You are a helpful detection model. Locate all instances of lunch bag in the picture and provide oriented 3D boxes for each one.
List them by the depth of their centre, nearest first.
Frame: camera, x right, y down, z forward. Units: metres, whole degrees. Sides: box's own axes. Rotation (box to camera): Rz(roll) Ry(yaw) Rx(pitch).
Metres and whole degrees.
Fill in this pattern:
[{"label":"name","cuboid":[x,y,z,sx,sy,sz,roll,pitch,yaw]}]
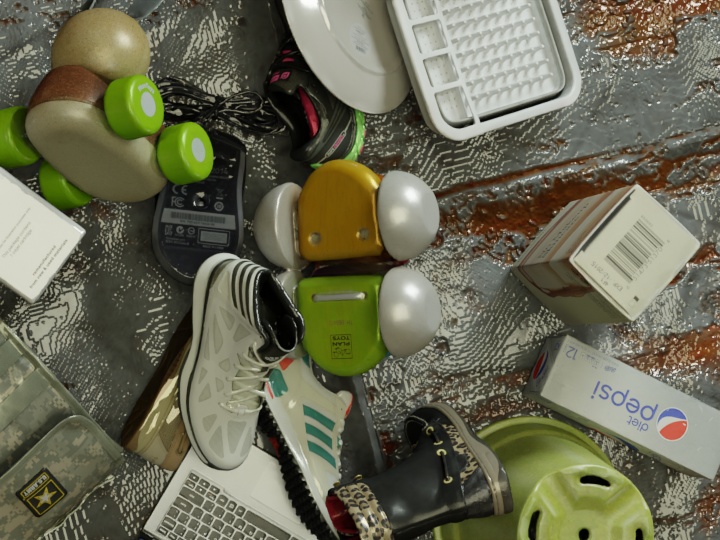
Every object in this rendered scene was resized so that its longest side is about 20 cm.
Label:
[{"label":"lunch bag","cuboid":[-0.332,0.158,1.656,0.164,0.118,0.200,-43,102,-10]}]

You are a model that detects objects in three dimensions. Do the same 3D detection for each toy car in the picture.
[{"label":"toy car","cuboid":[-0.229,-0.178,1.675,0.164,0.158,0.200,-10,59,27]},{"label":"toy car","cuboid":[0.000,0.000,1.715,0.175,0.150,0.201,-4,84,24]}]

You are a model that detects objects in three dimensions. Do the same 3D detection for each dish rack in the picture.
[{"label":"dish rack","cuboid":[0.114,-0.220,1.765,0.200,0.044,0.172,-20,91,-35]}]

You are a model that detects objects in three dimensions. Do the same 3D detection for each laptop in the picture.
[{"label":"laptop","cuboid":[-0.107,0.272,1.694,0.187,0.116,0.200,32,82,-9]}]

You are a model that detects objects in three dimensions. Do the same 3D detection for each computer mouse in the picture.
[{"label":"computer mouse","cuboid":[-0.147,-0.077,1.736,0.138,0.053,0.201,11,74,-9]}]

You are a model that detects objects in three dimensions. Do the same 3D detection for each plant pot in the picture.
[{"label":"plant pot","cuboid":[0.185,0.242,1.718,0.200,0.184,0.201,0,89,-11]}]

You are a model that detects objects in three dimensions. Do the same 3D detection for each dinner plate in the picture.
[{"label":"dinner plate","cuboid":[-0.003,-0.246,1.717,0.200,0.024,0.201,22,60,-45]}]

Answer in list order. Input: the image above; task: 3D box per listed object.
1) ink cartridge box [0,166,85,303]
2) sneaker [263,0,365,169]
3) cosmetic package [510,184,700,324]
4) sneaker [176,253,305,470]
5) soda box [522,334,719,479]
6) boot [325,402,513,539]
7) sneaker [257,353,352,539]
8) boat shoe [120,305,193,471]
[{"label":"ink cartridge box","cuboid":[-0.352,-0.060,1.642,0.200,0.145,0.084,37,84,-8]},{"label":"sneaker","cuboid":[-0.050,-0.192,1.725,0.084,0.077,0.201,-4,76,-41]},{"label":"cosmetic package","cuboid":[0.228,-0.012,1.728,0.087,0.200,0.103,43,80,-6]},{"label":"sneaker","cuboid":[-0.106,0.090,1.636,0.076,0.115,0.201,-3,98,-32]},{"label":"soda box","cuboid":[0.266,0.136,1.799,0.200,0.063,0.068,26,82,-9]},{"label":"boot","cuboid":[0.039,0.194,1.681,0.150,0.200,0.073,-20,114,-14]},{"label":"sneaker","cuboid":[-0.037,0.158,1.727,0.093,0.070,0.200,-23,81,-21]},{"label":"boat shoe","cuboid":[-0.151,0.093,1.720,0.064,0.071,0.200,32,88,-18]}]
